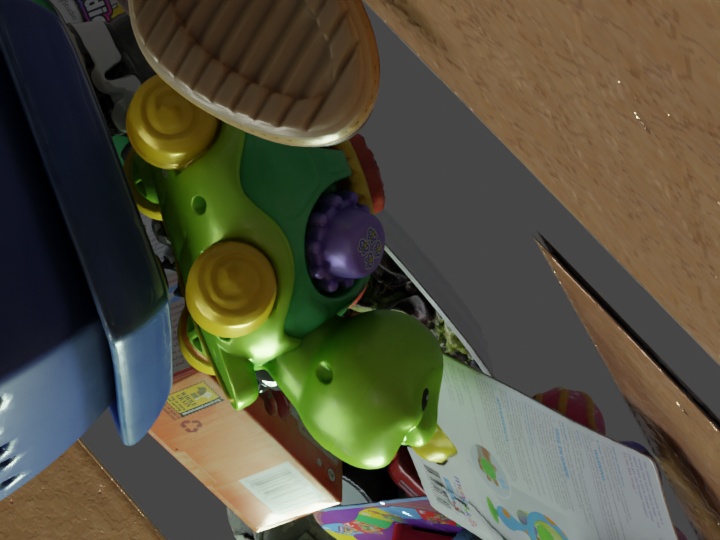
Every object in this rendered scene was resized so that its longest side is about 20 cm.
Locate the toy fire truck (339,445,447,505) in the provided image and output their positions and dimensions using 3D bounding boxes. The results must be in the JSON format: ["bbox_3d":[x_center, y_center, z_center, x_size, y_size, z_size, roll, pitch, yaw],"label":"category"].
[{"bbox_3d":[0.026,0.079,1.513,0.176,0.129,0.200,43,155,3],"label":"toy fire truck"}]

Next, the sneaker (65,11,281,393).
[{"bbox_3d":[-0.061,-0.042,1.308,0.200,0.090,0.066,64,170,-7],"label":"sneaker"}]

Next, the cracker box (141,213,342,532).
[{"bbox_3d":[-0.065,0.016,1.441,0.134,0.058,0.200,47,-150,-42],"label":"cracker box"}]

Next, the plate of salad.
[{"bbox_3d":[0.000,0.000,1.401,0.200,0.048,0.200,48,175,6],"label":"plate of salad"}]

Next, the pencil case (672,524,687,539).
[{"bbox_3d":[0.152,0.190,1.299,0.200,0.087,0.083,51,169,-13],"label":"pencil case"}]

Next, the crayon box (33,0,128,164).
[{"bbox_3d":[-0.183,-0.092,1.561,0.200,0.173,0.058,48,175,12],"label":"crayon box"}]

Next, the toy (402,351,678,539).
[{"bbox_3d":[0.087,0.085,1.216,0.200,0.047,0.115,22,140,48],"label":"toy"}]

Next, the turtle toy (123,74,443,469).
[{"bbox_3d":[-0.033,-0.006,1.196,0.146,0.101,0.200,120,130,-78],"label":"turtle toy"}]

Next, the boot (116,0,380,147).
[{"bbox_3d":[-0.031,-0.090,0.982,0.200,0.072,0.166,44,-174,32],"label":"boot"}]

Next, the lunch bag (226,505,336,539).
[{"bbox_3d":[-0.006,0.131,1.776,0.139,0.168,0.200,49,176,-7],"label":"lunch bag"}]

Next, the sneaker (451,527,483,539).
[{"bbox_3d":[0.122,0.188,1.372,0.200,0.085,0.077,48,161,-15],"label":"sneaker"}]

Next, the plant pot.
[{"bbox_3d":[-0.188,0.001,1.236,0.200,0.180,0.200,100,150,-70],"label":"plant pot"}]

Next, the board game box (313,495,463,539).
[{"bbox_3d":[0.067,0.162,1.441,0.158,0.039,0.200,25,157,-32],"label":"board game box"}]
